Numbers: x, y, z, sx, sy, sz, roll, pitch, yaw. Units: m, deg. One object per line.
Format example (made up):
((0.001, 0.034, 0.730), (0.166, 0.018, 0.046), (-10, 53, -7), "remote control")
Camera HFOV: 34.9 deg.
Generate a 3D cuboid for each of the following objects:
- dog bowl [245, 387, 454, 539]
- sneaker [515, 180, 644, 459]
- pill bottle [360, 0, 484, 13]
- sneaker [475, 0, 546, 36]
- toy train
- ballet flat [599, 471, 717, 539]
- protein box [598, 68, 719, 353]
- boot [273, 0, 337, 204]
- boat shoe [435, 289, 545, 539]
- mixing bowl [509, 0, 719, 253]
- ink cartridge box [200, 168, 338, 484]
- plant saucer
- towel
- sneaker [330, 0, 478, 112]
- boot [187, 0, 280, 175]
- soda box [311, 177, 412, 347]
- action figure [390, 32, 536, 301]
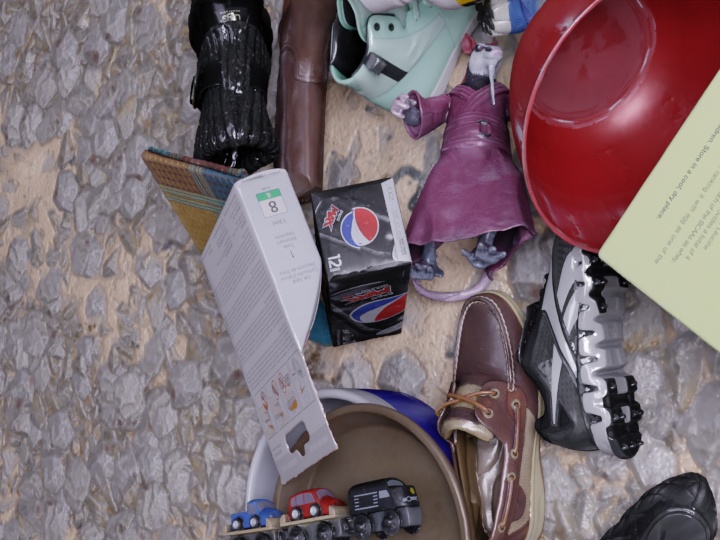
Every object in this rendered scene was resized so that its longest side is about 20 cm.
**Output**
((-0.001, 0.199, 0.947), (0.198, 0.078, 0.204), (-5, 83, 41), "dog bowl")
((0.149, 0.036, 0.836), (0.089, 0.066, 0.204), (-10, 82, 38), "sneaker")
((0.088, -0.243, 0.778), (0.197, 0.111, 0.113), (-12, 78, 25), "pill bottle")
((0.131, -0.279, 0.878), (0.079, 0.087, 0.204), (133, 136, -83), "sneaker")
((-0.035, 0.187, 0.866), (0.198, 0.034, 0.047), (-20, 70, 38), "toy train")
((0.182, 0.218, 0.813), (0.066, 0.057, 0.200), (43, 122, 5), "ballet flat")
((0.287, -0.030, 0.657), (0.200, 0.134, 0.200), (41, 113, 26), "protein box")
((-0.041, -0.154, 0.990), (0.186, 0.063, 0.204), (162, 114, -79), "boot")
((0.095, 0.115, 0.873), (0.071, 0.071, 0.204), (-7, 81, 40), "boat shoe")
((0.176, -0.125, 0.767), (0.202, 0.198, 0.109), (-59, 32, 20), "mixing bowl")
((-0.058, 0.047, 0.868), (0.203, 0.049, 0.161), (67, 157, 11), "ink cartridge box")
((0.009, 0.203, 0.866), (0.198, 0.029, 0.204), (-6, 81, 41), "plant saucer")
((-0.102, -0.020, 1.004), (0.145, 0.201, 0.022), (17, 55, 42), "towel")
((0.045, -0.228, 0.920), (0.073, 0.117, 0.203), (30, 104, 40), "sneaker")
((-0.113, -0.159, 1.021), (0.078, 0.211, 0.161), (-7, 84, -1), "boot")
((0.000, 0.000, 0.894), (0.062, 0.200, 0.072), (-12, 73, -3), "soda box")
((0.097, -0.091, 0.896), (0.132, 0.149, 0.203), (3, 67, 14), "action figure")
